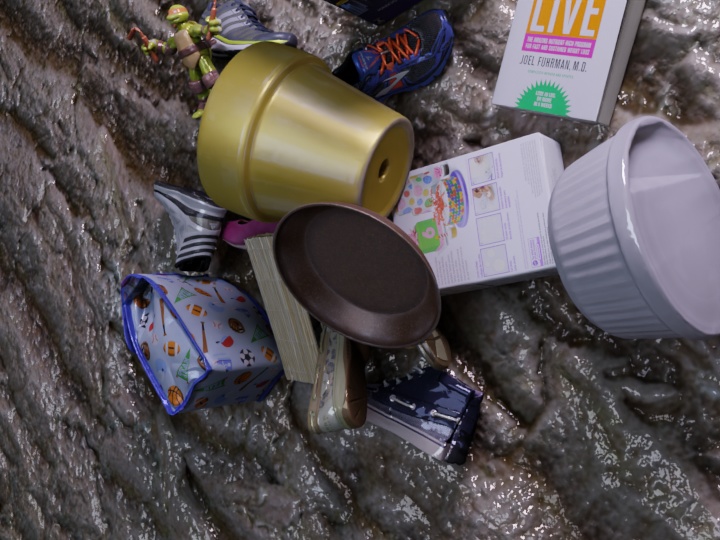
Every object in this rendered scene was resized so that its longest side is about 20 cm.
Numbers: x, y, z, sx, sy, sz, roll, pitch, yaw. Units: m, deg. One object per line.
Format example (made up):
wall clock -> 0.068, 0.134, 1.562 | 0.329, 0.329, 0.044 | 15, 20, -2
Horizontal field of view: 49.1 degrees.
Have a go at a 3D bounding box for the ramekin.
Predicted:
ramekin -> 0.255, -0.030, 0.720 | 0.094, 0.202, 0.203 | -21, 76, 45

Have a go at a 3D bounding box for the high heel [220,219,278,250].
high heel -> -0.124, -0.068, 1.067 | 0.200, 0.067, 0.097 | 21, 97, 48

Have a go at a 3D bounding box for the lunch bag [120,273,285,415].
lunch bag -> -0.218, 0.086, 1.077 | 0.124, 0.170, 0.200 | -48, 64, 24

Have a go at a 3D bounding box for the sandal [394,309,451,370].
sandal -> 0.039, 0.052, 0.941 | 0.054, 0.080, 0.200 | -50, 55, 12

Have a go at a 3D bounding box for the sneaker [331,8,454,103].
sneaker -> 0.029, -0.248, 0.960 | 0.200, 0.078, 0.076 | -32, 71, 31

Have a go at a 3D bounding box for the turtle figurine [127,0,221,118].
turtle figurine -> -0.236, -0.296, 1.092 | 0.199, 0.064, 0.162 | -6, 111, 40

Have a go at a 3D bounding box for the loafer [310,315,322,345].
loafer -> -0.056, 0.017, 1.018 | 0.070, 0.070, 0.201 | 28, 105, 32

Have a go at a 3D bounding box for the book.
book -> 0.226, -0.265, 0.841 | 0.133, 0.048, 0.201 | 20, 102, 39

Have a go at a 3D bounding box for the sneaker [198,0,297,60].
sneaker -> -0.166, -0.341, 1.115 | 0.199, 0.074, 0.081 | 18, 96, 34

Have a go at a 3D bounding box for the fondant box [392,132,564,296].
fondant box -> 0.133, -0.055, 0.889 | 0.199, 0.058, 0.145 | -12, 80, 35

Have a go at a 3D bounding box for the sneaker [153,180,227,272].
sneaker -> -0.263, -0.062, 1.145 | 0.200, 0.075, 0.116 | 24, 101, 55

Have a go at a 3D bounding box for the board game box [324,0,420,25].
board game box -> 0.046, -0.367, 0.897 | 0.199, 0.165, 0.057 | -21, 76, 34

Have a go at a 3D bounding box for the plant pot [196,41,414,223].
plant pot -> -0.050, -0.137, 0.893 | 0.188, 0.201, 0.202 | 21, 101, 21

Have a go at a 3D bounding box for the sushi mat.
sushi mat -> -0.095, 0.049, 1.002 | 0.096, 0.012, 0.201 | -3, 106, 54

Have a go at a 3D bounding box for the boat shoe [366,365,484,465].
boat shoe -> 0.056, 0.148, 0.940 | 0.199, 0.075, 0.093 | 23, 88, 33

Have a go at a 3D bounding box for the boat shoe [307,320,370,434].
boat shoe -> -0.030, 0.104, 0.943 | 0.062, 0.073, 0.200 | -19, 36, 18

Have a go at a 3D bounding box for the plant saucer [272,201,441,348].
plant saucer -> 0.000, 0.000, 0.846 | 0.200, 0.037, 0.201 | 20, 139, 18
